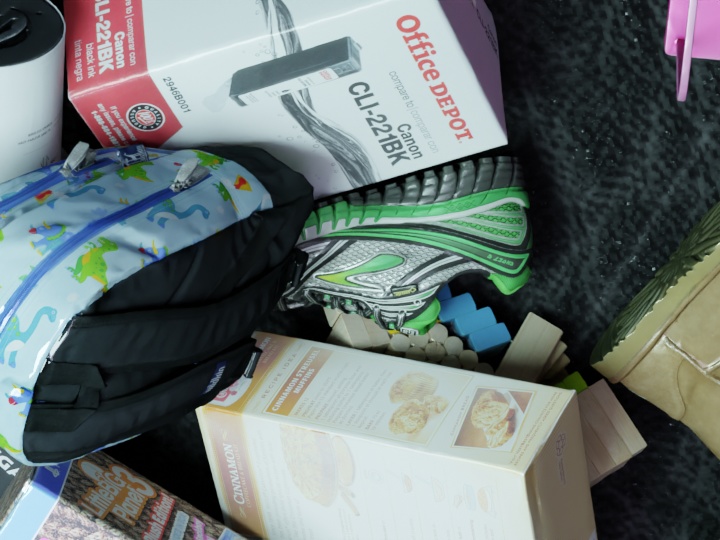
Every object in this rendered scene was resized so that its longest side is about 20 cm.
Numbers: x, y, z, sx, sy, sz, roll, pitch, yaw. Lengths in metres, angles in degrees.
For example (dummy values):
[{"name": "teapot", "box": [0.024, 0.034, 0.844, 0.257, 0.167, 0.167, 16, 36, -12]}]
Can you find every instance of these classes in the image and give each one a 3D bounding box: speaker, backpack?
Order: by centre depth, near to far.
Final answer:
[{"name": "backpack", "box": [-0.133, 0.018, 1.411, 0.153, 0.200, 0.163, 32, 121, 6]}, {"name": "speaker", "box": [-0.194, -0.046, 1.470, 0.081, 0.081, 0.201, 8, 127, 3]}]

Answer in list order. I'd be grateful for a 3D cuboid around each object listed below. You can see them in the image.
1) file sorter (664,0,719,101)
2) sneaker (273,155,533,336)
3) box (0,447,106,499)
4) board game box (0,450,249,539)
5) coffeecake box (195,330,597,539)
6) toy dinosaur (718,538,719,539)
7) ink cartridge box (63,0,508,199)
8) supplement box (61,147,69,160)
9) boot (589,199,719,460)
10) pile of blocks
[{"name": "file sorter", "box": [0.261, -0.151, 1.442, 0.199, 0.125, 0.139, 6, 113, 4]}, {"name": "sneaker", "box": [0.000, 0.000, 1.530, 0.199, 0.078, 0.086, -15, 89, -2]}, {"name": "box", "box": [-0.191, 0.176, 1.635, 0.200, 0.050, 0.198, 43, 132, -11]}, {"name": "board game box", "box": [-0.128, 0.209, 1.525, 0.200, 0.097, 0.160, 32, 104, -7]}, {"name": "coffeecake box", "box": [0.023, 0.128, 1.557, 0.199, 0.073, 0.154, 10, 131, 26]}, {"name": "toy dinosaur", "box": [0.227, 0.161, 1.559, 0.135, 0.086, 0.201, 20, 129, 16]}, {"name": "ink cartridge box", "box": [-0.037, -0.109, 1.483, 0.199, 0.084, 0.144, -16, 144, 12]}, {"name": "supplement box", "box": [-0.249, -0.008, 1.592, 0.200, 0.061, 0.109, -36, 103, 17]}, {"name": "boot", "box": [0.252, 0.053, 1.564, 0.200, 0.066, 0.175, 36, 124, -8]}, {"name": "pile of blocks", "box": [0.064, 0.061, 1.597, 0.200, 0.082, 0.062, 34, 155, 2]}]
